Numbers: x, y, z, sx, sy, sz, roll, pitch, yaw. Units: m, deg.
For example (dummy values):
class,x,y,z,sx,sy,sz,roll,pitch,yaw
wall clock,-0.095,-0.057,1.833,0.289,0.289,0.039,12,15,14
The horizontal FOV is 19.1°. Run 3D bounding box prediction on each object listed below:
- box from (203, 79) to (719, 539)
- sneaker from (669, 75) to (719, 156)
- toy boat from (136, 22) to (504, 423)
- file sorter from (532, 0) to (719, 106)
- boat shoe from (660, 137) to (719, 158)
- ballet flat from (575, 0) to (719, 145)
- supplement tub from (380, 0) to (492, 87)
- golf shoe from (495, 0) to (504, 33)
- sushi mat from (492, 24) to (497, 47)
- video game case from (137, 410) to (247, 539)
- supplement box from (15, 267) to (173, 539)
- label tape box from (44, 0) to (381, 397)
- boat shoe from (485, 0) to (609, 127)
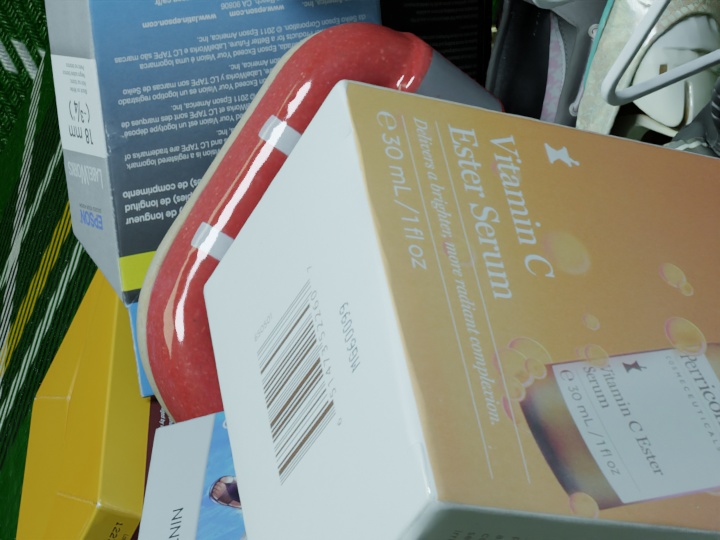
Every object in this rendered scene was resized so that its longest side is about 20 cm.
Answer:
class,x,y,z,sx,sy,sz,roll,pitch,yaw
box,0.070,0.046,0.663,0.106,0.199,0.153,-55,37,41
sneaker,0.170,-0.075,0.768,0.104,0.060,0.200,-48,-9,-10
toy boat,0.000,0.000,0.894,0.200,0.130,0.131,-58,28,-4
file sorter,0.100,-0.185,0.802,0.200,0.124,0.139,55,146,19
boat shoe,0.092,-0.013,0.817,0.202,0.072,0.061,119,142,-71
ballet flat,0.124,-0.053,0.922,0.062,0.067,0.201,39,116,43
supplement tub,0.006,-0.132,1.075,0.123,0.122,0.201,-142,51,-72
golf shoe,0.116,-0.181,1.045,0.092,0.072,0.201,-36,48,56
sushi mat,0.021,-0.081,1.174,0.200,0.012,0.096,-9,65,43
video game case,0.009,0.114,0.777,0.199,0.046,0.182,-16,42,19
supplement box,-0.048,0.110,1.016,0.198,0.199,0.133,-92,27,-50
label tape box,-0.060,-0.057,0.969,0.063,0.144,0.201,13,111,60
boat shoe,0.086,-0.093,0.957,0.067,0.057,0.201,34,127,48
